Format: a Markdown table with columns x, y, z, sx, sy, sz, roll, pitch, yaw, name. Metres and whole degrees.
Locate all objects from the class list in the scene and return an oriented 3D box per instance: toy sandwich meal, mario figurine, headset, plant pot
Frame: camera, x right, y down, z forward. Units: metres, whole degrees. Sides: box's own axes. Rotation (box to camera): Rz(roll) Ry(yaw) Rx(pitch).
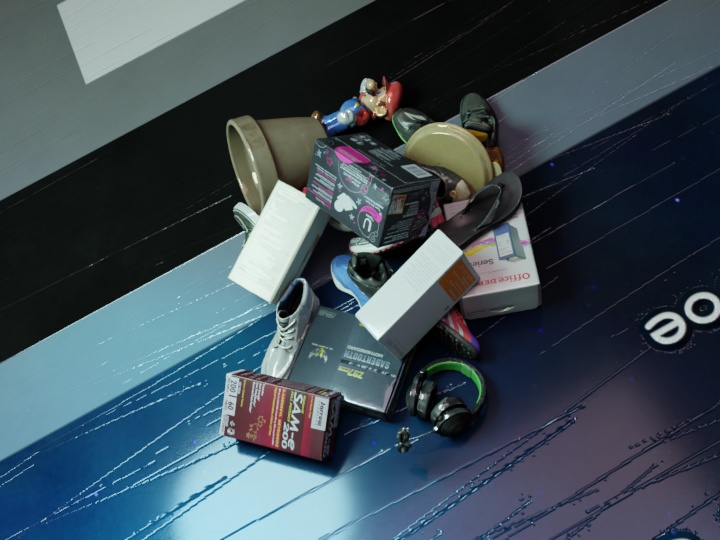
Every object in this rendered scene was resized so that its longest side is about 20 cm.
| x | y | z | sx | sy | sz | roll | pitch | yaw | name |
| --- | --- | --- | --- | --- | --- | --- | --- | --- | --- |
| 0.175 | -0.192 | 1.658 | 0.202 | 0.209 | 0.070 | 16 | 35 | 23 | toy sandwich meal |
| -0.009 | -0.344 | 1.817 | 0.197 | 0.106 | 0.125 | -23 | 66 | 5 | mario figurine |
| 0.124 | 0.220 | 1.463 | 0.122 | 0.095 | 0.200 | 29 | 60 | 27 | headset |
| -0.152 | -0.224 | 1.748 | 0.172 | 0.202 | 0.202 | -21 | 56 | -16 | plant pot |

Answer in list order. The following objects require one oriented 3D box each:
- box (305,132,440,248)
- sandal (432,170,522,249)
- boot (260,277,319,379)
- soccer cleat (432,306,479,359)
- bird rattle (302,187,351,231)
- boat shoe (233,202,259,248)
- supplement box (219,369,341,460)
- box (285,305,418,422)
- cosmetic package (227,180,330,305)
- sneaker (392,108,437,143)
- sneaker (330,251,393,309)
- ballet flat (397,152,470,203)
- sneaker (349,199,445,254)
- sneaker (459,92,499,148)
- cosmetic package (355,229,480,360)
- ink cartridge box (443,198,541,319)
| x | y | z | sx | sy | sz | roll | pitch | yaw | name |
| --- | --- | --- | --- | --- | --- | --- | --- | --- | --- |
| 0.019 | -0.141 | 1.534 | 0.131 | 0.117 | 0.199 | -14 | 40 | -43 | box |
| 0.211 | -0.102 | 1.555 | 0.200 | 0.043 | 0.076 | -42 | 59 | -13 | sandal |
| -0.136 | 0.112 | 1.593 | 0.072 | 0.096 | 0.203 | 11 | 64 | 20 | boot |
| 0.145 | 0.075 | 1.560 | 0.073 | 0.069 | 0.199 | -41 | 56 | -16 | soccer cleat |
| -0.027 | -0.140 | 1.687 | 0.199 | 0.114 | 0.163 | -37 | 44 | -12 | bird rattle |
| -0.197 | -0.053 | 1.720 | 0.063 | 0.071 | 0.200 | -38 | 61 | -10 | boat shoe |
| -0.137 | 0.244 | 1.513 | 0.196 | 0.061 | 0.111 | 9 | 94 | 19 | supplement box |
| -0.013 | 0.161 | 1.559 | 0.196 | 0.051 | 0.160 | 14 | 66 | 21 | box |
| -0.145 | -0.047 | 1.625 | 0.102 | 0.087 | 0.203 | 29 | 88 | 15 | cosmetic package |
| 0.140 | -0.269 | 1.748 | 0.077 | 0.084 | 0.199 | -42 | 59 | -13 | sneaker |
| 0.001 | 0.000 | 1.589 | 0.075 | 0.113 | 0.201 | -14 | 38 | -16 | sneaker |
| 0.107 | -0.165 | 1.629 | 0.197 | 0.067 | 0.057 | 22 | 37 | 12 | ballet flat |
| 0.063 | -0.082 | 1.631 | 0.197 | 0.080 | 0.076 | -23 | 85 | 28 | sneaker |
| 0.230 | -0.286 | 1.718 | 0.075 | 0.115 | 0.203 | -7 | 57 | 8 | sneaker |
| 0.097 | 0.042 | 1.486 | 0.200 | 0.101 | 0.071 | -45 | 54 | 1 | cosmetic package |
| 0.234 | -0.028 | 1.583 | 0.142 | 0.088 | 0.204 | -10 | 60 | 8 | ink cartridge box |
